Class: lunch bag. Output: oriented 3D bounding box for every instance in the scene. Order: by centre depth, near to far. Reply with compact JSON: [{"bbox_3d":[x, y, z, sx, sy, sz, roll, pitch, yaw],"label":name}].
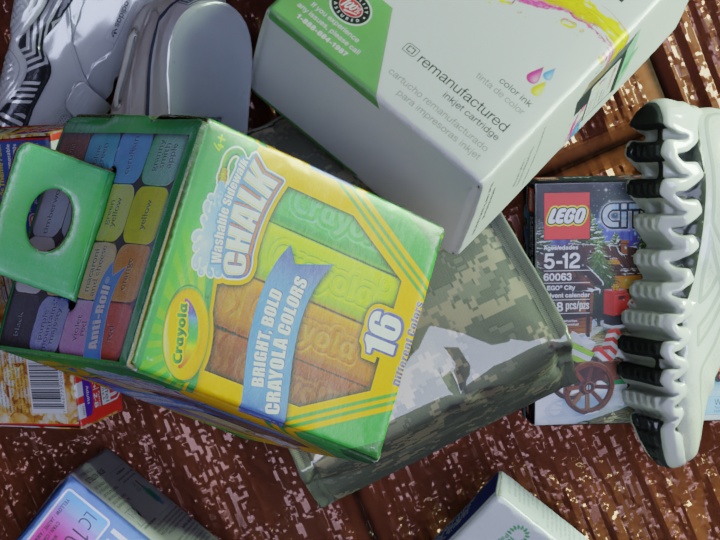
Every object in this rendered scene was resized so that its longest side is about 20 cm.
[{"bbox_3d":[0.000,0.000,1.439,0.163,0.118,0.201,-27,74,-1],"label":"lunch bag"}]

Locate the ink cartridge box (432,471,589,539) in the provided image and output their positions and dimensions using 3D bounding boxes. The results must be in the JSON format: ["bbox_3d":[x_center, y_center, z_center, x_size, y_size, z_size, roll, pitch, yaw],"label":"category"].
[{"bbox_3d":[0.089,0.242,1.493,0.200,0.041,0.200,40,111,-8],"label":"ink cartridge box"}]

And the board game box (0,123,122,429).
[{"bbox_3d":[-0.227,0.004,1.397,0.199,0.046,0.152,0,100,25],"label":"board game box"}]

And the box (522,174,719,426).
[{"bbox_3d":[0.191,0.015,1.510,0.199,0.038,0.137,-2,98,-8],"label":"box"}]

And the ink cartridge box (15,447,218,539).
[{"bbox_3d":[-0.090,0.190,1.427,0.200,0.136,0.076,38,93,1],"label":"ink cartridge box"}]

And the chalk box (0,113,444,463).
[{"bbox_3d":[-0.083,0.001,1.275,0.199,0.124,0.125,22,80,-37],"label":"chalk box"}]

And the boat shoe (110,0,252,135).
[{"bbox_3d":[-0.098,-0.041,1.380,0.073,0.065,0.201,10,91,-38],"label":"boat shoe"}]

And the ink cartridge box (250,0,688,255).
[{"bbox_3d":[0.062,-0.131,1.389,0.145,0.084,0.200,39,63,11],"label":"ink cartridge box"}]

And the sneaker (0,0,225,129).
[{"bbox_3d":[-0.132,-0.110,1.429,0.114,0.075,0.201,10,93,-7],"label":"sneaker"}]

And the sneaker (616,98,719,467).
[{"bbox_3d":[0.186,0.009,1.456,0.081,0.075,0.201,1,98,-17],"label":"sneaker"}]
